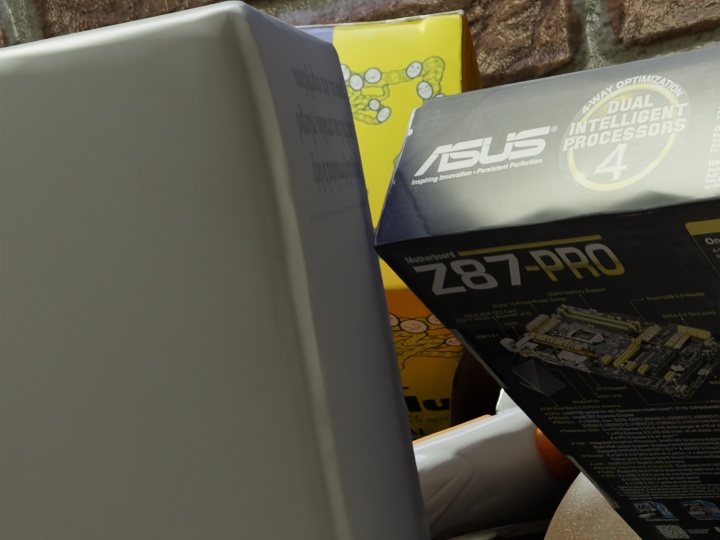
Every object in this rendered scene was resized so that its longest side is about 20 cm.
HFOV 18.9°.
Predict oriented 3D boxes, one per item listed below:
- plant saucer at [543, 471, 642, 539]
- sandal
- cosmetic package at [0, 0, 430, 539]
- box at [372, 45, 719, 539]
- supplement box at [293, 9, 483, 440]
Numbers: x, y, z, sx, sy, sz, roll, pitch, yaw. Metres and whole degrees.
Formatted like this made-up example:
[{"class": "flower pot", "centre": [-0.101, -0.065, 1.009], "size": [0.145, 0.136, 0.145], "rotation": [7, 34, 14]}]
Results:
[{"class": "plant saucer", "centre": [0.150, 0.059, 0.671], "size": [0.199, 0.032, 0.200], "rotation": [-12, 1, 0]}, {"class": "sandal", "centre": [0.043, 0.050, 0.734], "size": [0.206, 0.059, 0.079], "rotation": [-13, -32, -31]}, {"class": "cosmetic package", "centre": [-0.092, 0.045, 0.468], "size": [0.199, 0.166, 0.165], "rotation": [-11, 3, 5]}, {"class": "box", "centre": [0.126, 0.012, 0.495], "size": [0.199, 0.049, 0.161], "rotation": [-8, -37, 37]}, {"class": "supplement box", "centre": [0.000, 0.000, 0.832], "size": [0.108, 0.110, 0.200], "rotation": [-4, -25, 9]}]
